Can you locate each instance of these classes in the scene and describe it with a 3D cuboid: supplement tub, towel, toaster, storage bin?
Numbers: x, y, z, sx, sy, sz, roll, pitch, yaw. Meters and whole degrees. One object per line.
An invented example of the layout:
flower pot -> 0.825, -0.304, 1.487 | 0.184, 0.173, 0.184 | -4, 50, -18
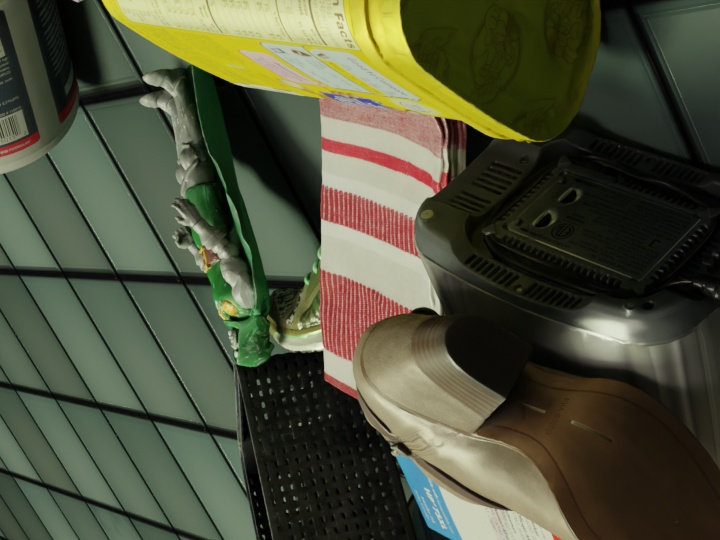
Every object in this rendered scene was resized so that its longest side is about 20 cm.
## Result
supplement tub -> -0.285, -0.180, 1.114 | 0.140, 0.140, 0.201 | 34, 148, 31
towel -> 0.012, -0.015, 0.869 | 0.144, 0.023, 0.202 | 26, 120, 58
toaster -> 0.125, 0.020, 0.746 | 0.199, 0.114, 0.130 | 23, 145, 41
storage bin -> -0.025, 0.165, 1.073 | 0.136, 0.093, 0.201 | 93, 166, -52

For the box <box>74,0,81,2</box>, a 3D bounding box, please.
box -> -0.216, -0.211, 0.937 | 0.199, 0.039, 0.042 | 30, 144, 38

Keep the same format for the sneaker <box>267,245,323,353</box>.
sneaker -> 0.000, 0.000, 0.981 | 0.199, 0.076, 0.089 | -5, 101, 55

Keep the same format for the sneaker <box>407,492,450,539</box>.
sneaker -> 0.109, 0.206, 1.057 | 0.090, 0.078, 0.201 | -22, 109, 46

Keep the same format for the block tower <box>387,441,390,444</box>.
block tower -> 0.101, 0.153, 1.002 | 0.200, 0.058, 0.054 | 47, 153, 6

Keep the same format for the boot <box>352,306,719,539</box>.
boot -> 0.081, 0.089, 0.721 | 0.200, 0.070, 0.146 | 44, 160, 3

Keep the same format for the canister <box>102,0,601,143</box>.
canister -> -0.010, -0.127, 0.729 | 0.199, 0.087, 0.148 | 14, 174, 40

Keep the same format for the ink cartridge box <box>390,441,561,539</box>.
ink cartridge box -> 0.123, 0.110, 0.834 | 0.199, 0.116, 0.068 | 19, 138, 55

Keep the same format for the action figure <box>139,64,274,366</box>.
action figure -> -0.096, -0.033, 1.023 | 0.118, 0.054, 0.202 | 119, 133, -73
